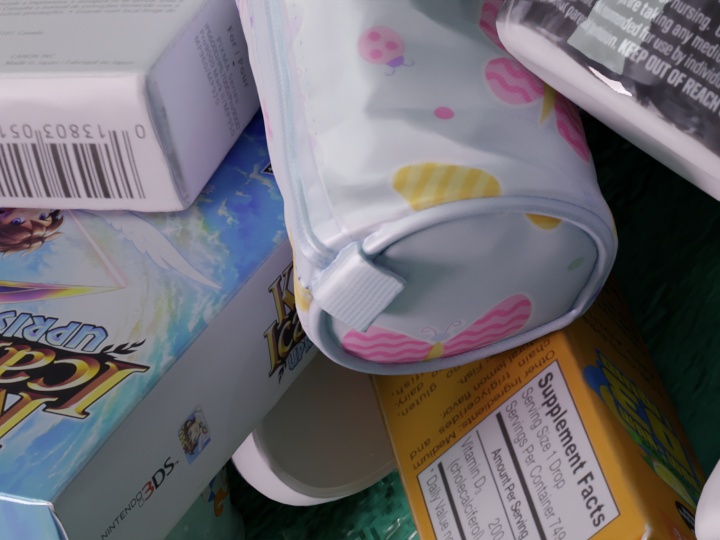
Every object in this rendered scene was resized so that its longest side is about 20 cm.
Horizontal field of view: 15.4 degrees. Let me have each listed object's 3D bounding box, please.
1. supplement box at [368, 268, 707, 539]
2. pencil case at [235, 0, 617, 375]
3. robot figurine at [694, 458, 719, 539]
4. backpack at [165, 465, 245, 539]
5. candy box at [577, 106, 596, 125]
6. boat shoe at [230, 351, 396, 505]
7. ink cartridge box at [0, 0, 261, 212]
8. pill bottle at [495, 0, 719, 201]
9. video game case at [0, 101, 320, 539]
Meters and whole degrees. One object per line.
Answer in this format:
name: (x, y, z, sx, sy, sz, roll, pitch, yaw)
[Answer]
supplement box: (0.050, 0.050, 0.723, 0.069, 0.067, 0.200, -39, 30, 15)
pencil case: (0.003, -0.072, 0.706, 0.083, 0.091, 0.200, -34, 58, 29)
robot figurine: (0.146, 0.029, 0.553, 0.200, 0.113, 0.170, -58, 16, -12)
backpack: (-0.139, 0.071, 0.850, 0.200, 0.151, 0.177, 6, 21, 43)
candy box: (0.083, -0.083, 0.782, 0.200, 0.057, 0.117, -25, -4, 42)
boat shoe: (0.000, 0.000, 0.867, 0.065, 0.074, 0.200, -26, 26, 47)
ink cartridge box: (-0.092, -0.088, 0.816, 0.162, 0.057, 0.200, 1, 29, 22)
pill bottle: (0.127, -0.109, 0.620, 0.200, 0.106, 0.106, -56, 27, 3)
video game case: (-0.111, 0.011, 0.753, 0.200, 0.046, 0.181, 7, 39, 30)
